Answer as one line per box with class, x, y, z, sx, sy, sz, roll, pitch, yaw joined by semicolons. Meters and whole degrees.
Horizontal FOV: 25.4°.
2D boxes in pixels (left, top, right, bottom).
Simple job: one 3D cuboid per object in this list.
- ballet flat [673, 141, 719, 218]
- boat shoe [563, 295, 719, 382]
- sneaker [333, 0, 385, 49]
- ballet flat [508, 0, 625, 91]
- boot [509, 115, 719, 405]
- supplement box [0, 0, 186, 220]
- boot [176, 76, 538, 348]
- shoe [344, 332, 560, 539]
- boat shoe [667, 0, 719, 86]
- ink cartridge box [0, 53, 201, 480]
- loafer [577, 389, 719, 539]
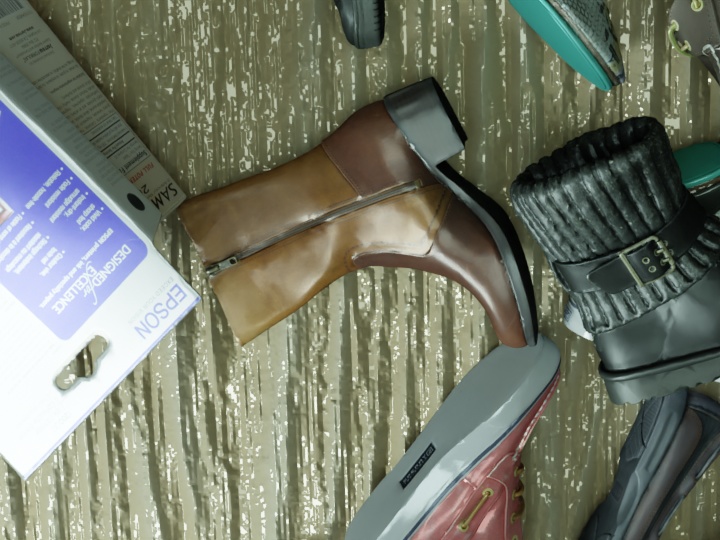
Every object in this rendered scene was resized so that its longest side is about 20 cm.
ballet flat;0.243;-0.060;1.002;0.199;0.068;0.069;-29;108;12
boat shoe;0.233;0.028;1.024;0.198;0.071;0.071;17;108;9
sneaker;-0.049;-0.232;0.995;0.103;0.060;0.202;-10;97;7
ballet flat;0.101;-0.197;0.983;0.200;0.072;0.072;39;104;-6
boot;0.206;-0.023;0.937;0.209;0.079;0.159;-21;102;14
supplement box;-0.227;-0.079;1.030;0.126;0.074;0.201;-35;98;26
boot;0.000;0.000;1.039;0.199;0.069;0.190;-28;100;12
shoe;0.084;0.139;1.067;0.091;0.072;0.201;37;99;-19
boat shoe;0.213;-0.164;0.962;0.059;0.072;0.203;-15;85;24
ink cartridge box;-0.218;-0.001;0.993;0.200;0.043;0.198;46;117;-3
loafer;0.188;0.173;1.062;0.062;0.072;0.202;21;102;-4
